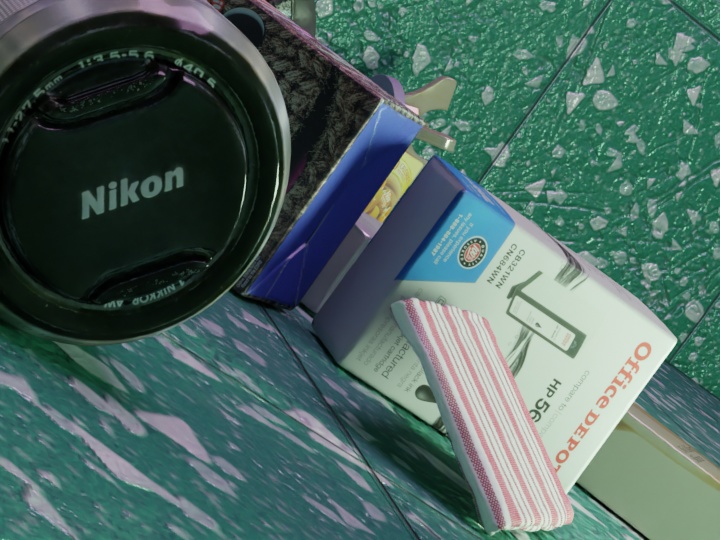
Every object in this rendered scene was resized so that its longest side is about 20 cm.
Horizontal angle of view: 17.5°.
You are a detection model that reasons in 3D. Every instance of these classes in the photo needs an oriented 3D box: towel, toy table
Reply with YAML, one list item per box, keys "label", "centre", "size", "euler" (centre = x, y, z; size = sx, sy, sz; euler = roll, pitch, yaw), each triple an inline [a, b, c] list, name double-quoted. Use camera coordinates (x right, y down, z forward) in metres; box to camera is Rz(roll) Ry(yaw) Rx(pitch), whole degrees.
- label: "towel"
  centre: [0.073, 0.092, 1.414]
  size: [0.147, 0.030, 0.200]
  euler: [66, 13, 11]
- label: "toy table"
  centre: [0.069, -0.226, 3.641]
  size: [0.116, 0.185, 0.200]
  euler: [16, 21, -20]

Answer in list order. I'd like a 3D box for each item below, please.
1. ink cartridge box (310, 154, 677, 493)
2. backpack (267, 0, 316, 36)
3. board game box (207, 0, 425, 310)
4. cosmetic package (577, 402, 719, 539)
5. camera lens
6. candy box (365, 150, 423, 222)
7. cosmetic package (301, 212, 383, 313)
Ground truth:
- label: "ink cartridge box"
  centre: [0.092, 0.042, 1.576]
  size: [0.199, 0.146, 0.084]
  euler: [33, 7, -23]
- label: "backpack"
  centre: [-0.144, -0.193, 1.969]
  size: [0.199, 0.148, 0.183]
  euler: [-7, 15, -13]
- label: "board game box"
  centre: [-0.088, -0.098, 1.564]
  size: [0.200, 0.160, 0.097]
  euler: [37, 6, 19]
- label: "cosmetic package"
  centre: [0.242, 0.173, 1.806]
  size: [0.200, 0.071, 0.105]
  euler: [38, 6, 13]
- label: "camera lens"
  centre: [-0.131, -0.070, 1.052]
  size: [0.160, 0.160, 0.200]
  euler: [33, 7, -31]
- label: "candy box"
  centre: [-0.032, -0.079, 1.976]
  size: [0.055, 0.116, 0.200]
  euler: [38, 5, 25]
- label: "cosmetic package"
  centre: [0.000, 0.000, 1.749]
  size: [0.102, 0.074, 0.200]
  euler: [40, 8, 29]
